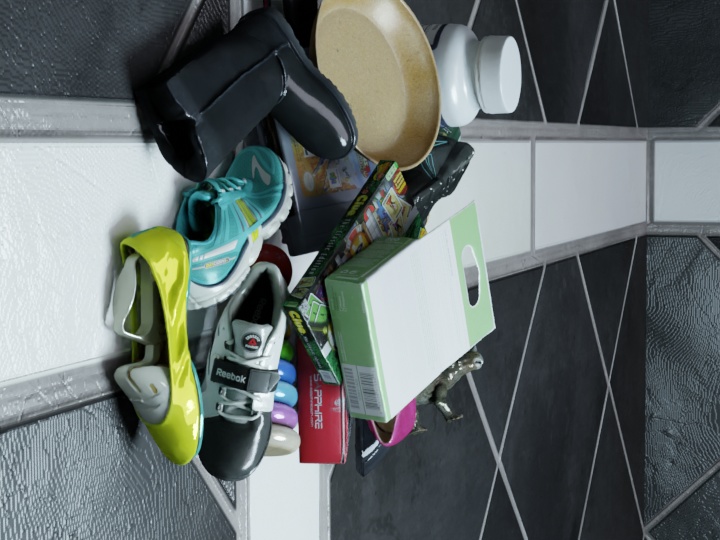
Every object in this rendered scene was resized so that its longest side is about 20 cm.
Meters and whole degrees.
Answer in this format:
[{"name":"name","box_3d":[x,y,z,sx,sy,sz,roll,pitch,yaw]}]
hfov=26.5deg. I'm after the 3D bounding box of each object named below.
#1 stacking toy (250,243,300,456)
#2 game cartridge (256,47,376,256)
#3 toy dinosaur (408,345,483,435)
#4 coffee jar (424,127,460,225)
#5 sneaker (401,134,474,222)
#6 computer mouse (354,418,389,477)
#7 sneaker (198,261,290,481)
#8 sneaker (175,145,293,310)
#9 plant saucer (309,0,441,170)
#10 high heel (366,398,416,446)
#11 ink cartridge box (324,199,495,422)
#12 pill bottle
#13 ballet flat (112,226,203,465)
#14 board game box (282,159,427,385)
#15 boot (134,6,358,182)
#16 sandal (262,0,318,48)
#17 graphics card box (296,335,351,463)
[{"name":"stacking toy","box_3d":[-0.094,0.071,1.439,0.085,0.085,0.200,38,52,-64]},{"name":"game cartridge","box_3d":[-0.041,-0.122,1.509,0.133,0.041,0.200,-14,92,-42]},{"name":"toy dinosaur","box_3d":[0.054,0.120,1.649,0.200,0.077,0.102,4,66,-50]},{"name":"coffee jar","box_3d":[0.040,-0.108,1.728,0.085,0.104,0.200,-46,-166,44]},{"name":"sneaker","box_3d":[0.054,-0.096,1.622,0.075,0.079,0.200,-61,173,30]},{"name":"computer mouse","box_3d":[0.016,0.117,1.673,0.140,0.046,0.200,87,2,-64]},{"name":"sneaker","box_3d":[-0.106,0.084,1.353,0.089,0.074,0.200,98,0,-69]},{"name":"sneaker","box_3d":[-0.119,-0.053,1.372,0.080,0.077,0.200,62,33,-31]},{"name":"plant saucer","box_3d":[0.008,-0.193,1.523,0.200,0.035,0.201,20,63,-48]},{"name":"high heel","box_3d":[0.013,0.070,1.490,0.096,0.067,0.200,-56,139,-71]},{"name":"ink cartridge box","box_3d":[0.051,0.033,1.449,0.200,0.048,0.146,-37,124,-47]},{"name":"pill bottle","box_3d":[0.068,-0.211,1.663,0.111,0.200,0.111,2,90,-68]},{"name":"ballet flat","box_3d":[-0.174,0.064,1.264,0.067,0.067,0.200,-3,92,-48]},{"name":"board game box","box_3d":[0.000,0.000,1.433,0.200,0.023,0.105,-58,139,-34]},{"name":"boot","box_3d":[-0.096,-0.133,1.357,0.165,0.066,0.200,52,34,-9]},{"name":"sandal","box_3d":[-0.072,-0.261,1.530,0.200,0.045,0.075,87,22,-54]},{"name":"graphics card box","box_3d":[-0.034,0.113,1.547,0.200,0.051,0.126,-67,156,-82]}]
